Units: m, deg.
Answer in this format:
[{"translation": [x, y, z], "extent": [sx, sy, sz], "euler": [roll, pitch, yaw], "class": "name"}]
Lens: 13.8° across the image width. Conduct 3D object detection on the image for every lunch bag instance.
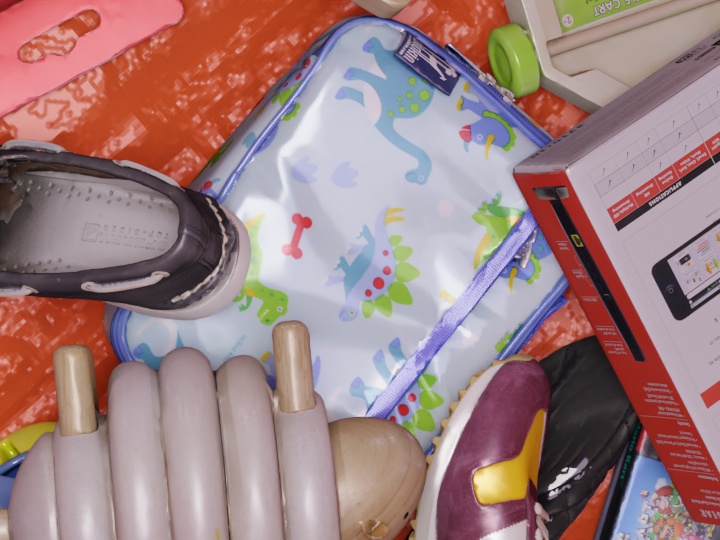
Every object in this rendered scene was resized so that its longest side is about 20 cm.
[{"translation": [0.000, 0.000, 1.297], "extent": [0.161, 0.082, 0.200], "euler": [41, 87, -10], "class": "lunch bag"}]

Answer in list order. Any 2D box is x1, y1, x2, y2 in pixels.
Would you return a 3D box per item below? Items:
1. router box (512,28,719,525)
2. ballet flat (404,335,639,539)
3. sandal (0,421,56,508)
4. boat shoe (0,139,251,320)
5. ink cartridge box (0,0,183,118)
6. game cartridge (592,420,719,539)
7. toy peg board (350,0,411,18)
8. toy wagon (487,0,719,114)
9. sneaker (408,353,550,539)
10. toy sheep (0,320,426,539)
[{"translation": [0.189, -0.017, 1.292], "extent": [0.200, 0.049, 0.180], "euler": [-33, 104, -22], "class": "router box"}, {"translation": [0.064, 0.112, 1.331], "extent": [0.200, 0.066, 0.057], "euler": [-53, 141, -3], "class": "ballet flat"}, {"translation": [-0.184, 0.146, 1.273], "extent": [0.079, 0.087, 0.200], "euler": [42, 88, -9], "class": "sandal"}, {"translation": [-0.146, -0.020, 1.245], "extent": [0.199, 0.060, 0.074], "euler": [11, 79, 23], "class": "boat shoe"}, {"translation": [-0.166, -0.173, 1.272], "extent": [0.116, 0.067, 0.201], "euler": [-29, 95, -7], "class": "ink cartridge box"}, {"translation": [0.171, 0.123, 1.349], "extent": [0.129, 0.038, 0.201], "euler": [17, 90, -12], "class": "game cartridge"}, {"translation": [-0.016, -0.246, 1.228], "extent": [0.199, 0.098, 0.200], "euler": [30, 72, -9], "class": "toy peg board"}, {"translation": [0.126, -0.124, 1.322], "extent": [0.155, 0.040, 0.201], "euler": [-19, 95, -16], "class": "toy wagon"}, {"translation": [0.064, 0.138, 1.253], "extent": [0.090, 0.075, 0.201], "euler": [15, 88, 21], "class": "sneaker"}, {"translation": [-0.072, 0.091, 1.202], "extent": [0.199, 0.138, 0.139], "euler": [-6, 93, 0], "class": "toy sheep"}]
